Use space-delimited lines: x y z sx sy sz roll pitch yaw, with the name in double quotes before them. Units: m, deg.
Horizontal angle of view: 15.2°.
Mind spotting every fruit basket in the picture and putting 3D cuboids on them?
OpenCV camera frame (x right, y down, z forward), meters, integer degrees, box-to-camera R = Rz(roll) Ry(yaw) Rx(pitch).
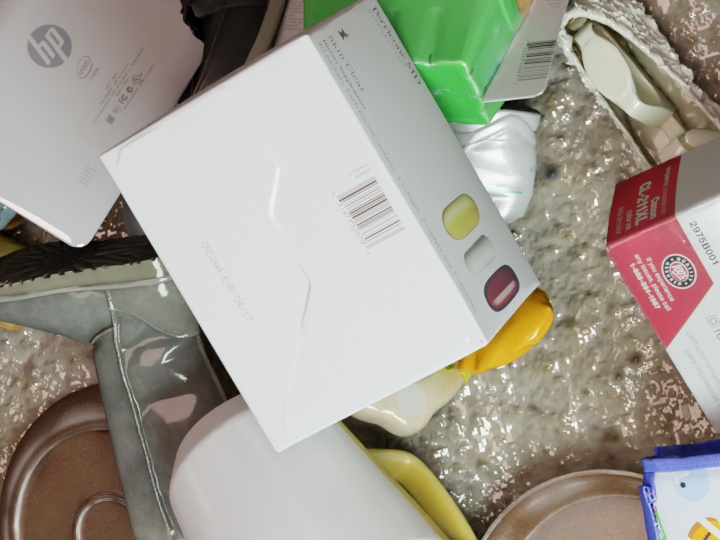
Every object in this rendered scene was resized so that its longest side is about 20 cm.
"fruit basket" 0.047 -0.178 1.652 0.185 0.094 0.200 1 49 21

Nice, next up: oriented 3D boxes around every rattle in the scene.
"rattle" 0.000 0.000 1.650 0.130 0.143 0.200 -43 94 -13

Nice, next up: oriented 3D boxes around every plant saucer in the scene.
"plant saucer" -0.162 0.176 1.816 0.199 0.032 0.201 2 95 22
"plant saucer" 0.161 0.221 1.682 0.200 0.034 0.201 2 95 23

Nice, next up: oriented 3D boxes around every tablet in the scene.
"tablet" -0.178 -0.129 1.703 0.130 0.014 0.200 31 79 -1

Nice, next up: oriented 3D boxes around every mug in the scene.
"mug" -0.033 0.161 1.650 0.149 0.187 0.153 -39 61 6

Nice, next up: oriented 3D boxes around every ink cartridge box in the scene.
"ink cartridge box" 0.264 -0.016 1.566 0.200 0.083 0.146 -25 111 23

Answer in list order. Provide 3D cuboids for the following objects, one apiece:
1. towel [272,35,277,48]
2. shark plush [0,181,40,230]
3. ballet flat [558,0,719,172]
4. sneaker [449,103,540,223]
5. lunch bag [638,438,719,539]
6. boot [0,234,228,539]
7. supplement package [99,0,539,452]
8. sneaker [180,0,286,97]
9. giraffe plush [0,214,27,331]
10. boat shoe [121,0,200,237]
"towel" -0.012 -0.055 1.743 0.086 0.018 0.201 -3 93 24
"shark plush" -0.223 -0.068 1.725 0.083 0.200 0.091 15 144 50
"ballet flat" 0.181 -0.087 1.634 0.072 0.072 0.200 -42 79 20
"sneaker" 0.013 -0.063 1.692 0.199 0.070 0.081 0 97 12
"lunch bag" 0.270 0.174 1.574 0.199 0.124 0.171 -9 90 4
"boot" -0.157 0.082 1.739 0.181 0.073 0.201 -2 115 30
"supplement package" -0.021 -0.029 1.558 0.155 0.111 0.200 -28 97 26
"sneaker" -0.101 -0.174 1.680 0.106 0.075 0.201 20 68 -6
"giraffe plush" -0.322 -0.029 1.793 0.172 0.162 0.200 -30 82 24
"boat shoe" -0.115 -0.097 1.755 0.074 0.068 0.200 160 110 -67
